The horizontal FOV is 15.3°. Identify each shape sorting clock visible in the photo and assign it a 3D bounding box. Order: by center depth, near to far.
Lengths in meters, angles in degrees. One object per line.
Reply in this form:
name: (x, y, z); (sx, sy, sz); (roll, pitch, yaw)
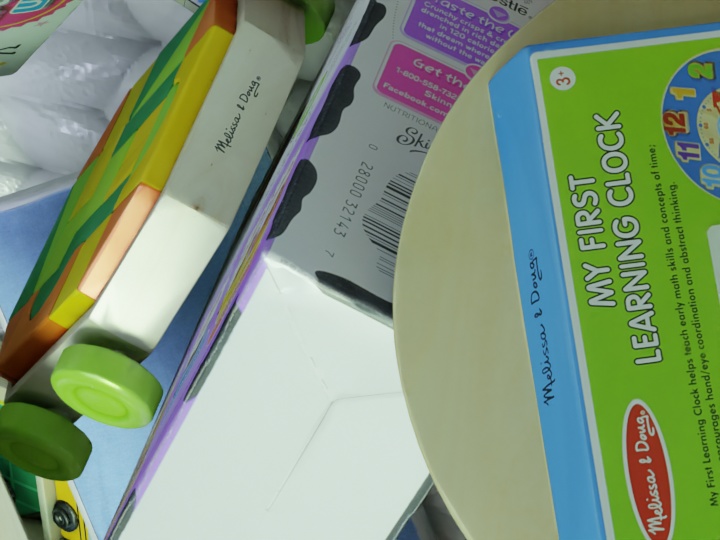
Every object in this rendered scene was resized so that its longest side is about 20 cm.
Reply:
shape sorting clock: (0.107, 0.008, 0.642); (0.200, 0.200, 0.039); (39, 164, 15)

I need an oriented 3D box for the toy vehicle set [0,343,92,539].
toy vehicle set: (-0.129, 0.126, 1.080); (0.124, 0.026, 0.201); (16, 123, 34)

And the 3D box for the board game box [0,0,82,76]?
board game box: (-0.133, -0.175, 0.826); (0.147, 0.064, 0.201); (-32, 69, 59)

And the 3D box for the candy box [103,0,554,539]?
candy box: (0.000, 0.000, 0.783); (0.071, 0.201, 0.168); (26, 134, -4)

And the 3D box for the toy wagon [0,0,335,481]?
toy wagon: (-0.074, -0.010, 0.859); (0.039, 0.156, 0.200); (29, 153, -13)

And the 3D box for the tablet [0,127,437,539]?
tablet: (-0.053, 0.053, 0.968); (0.129, 0.014, 0.201); (-16, 104, 21)

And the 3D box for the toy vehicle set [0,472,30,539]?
toy vehicle set: (-0.117, 0.081, 0.827); (0.124, 0.026, 0.201); (90, 155, -70)

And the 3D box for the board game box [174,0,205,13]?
board game box: (-0.068, -0.195, 0.852); (0.134, 0.029, 0.201); (33, 132, 19)
